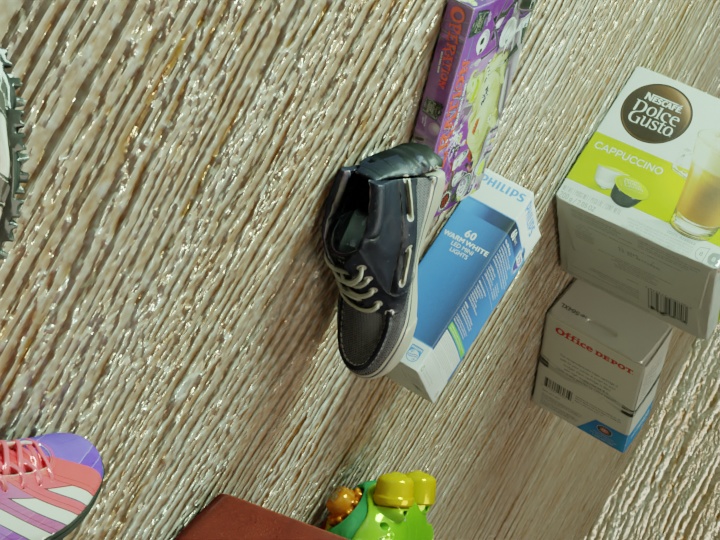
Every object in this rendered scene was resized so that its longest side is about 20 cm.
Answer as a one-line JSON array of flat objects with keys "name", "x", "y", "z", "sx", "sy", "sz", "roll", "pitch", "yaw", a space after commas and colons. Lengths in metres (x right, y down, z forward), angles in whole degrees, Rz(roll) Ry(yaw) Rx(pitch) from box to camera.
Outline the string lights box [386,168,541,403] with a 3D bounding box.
[{"name": "string lights box", "x": 0.092, "y": 0.016, "z": 1.257, "sx": 0.200, "sy": 0.059, "sz": 0.103, "roll": -56, "pitch": 158, "yaw": -13}]

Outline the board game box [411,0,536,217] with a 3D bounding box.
[{"name": "board game box", "x": 0.087, "y": -0.139, "z": 1.105, "sx": 0.120, "sy": 0.032, "sz": 0.201, "roll": -28, "pitch": 141, "yaw": -47}]

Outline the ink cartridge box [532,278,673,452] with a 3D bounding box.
[{"name": "ink cartridge box", "x": 0.315, "y": 0.125, "z": 1.758, "sx": 0.084, "sy": 0.146, "sz": 0.200, "roll": -45, "pitch": 154, "yaw": -32}]

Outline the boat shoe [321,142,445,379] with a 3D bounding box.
[{"name": "boat shoe", "x": 0.000, "y": 0.000, "z": 1.037, "sx": 0.093, "sy": 0.075, "sz": 0.201, "roll": -17, "pitch": 124, "yaw": -51}]

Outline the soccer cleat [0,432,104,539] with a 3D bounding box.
[{"name": "soccer cleat", "x": -0.208, "y": 0.119, "z": 0.720, "sx": 0.200, "sy": 0.068, "sz": 0.073, "roll": -23, "pitch": 132, "yaw": -54}]

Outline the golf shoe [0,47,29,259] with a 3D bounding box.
[{"name": "golf shoe", "x": -0.181, "y": -0.083, "z": 0.512, "sx": 0.094, "sy": 0.078, "sz": 0.201, "roll": -10, "pitch": 106, "yaw": -43}]

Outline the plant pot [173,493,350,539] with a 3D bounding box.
[{"name": "plant pot", "x": -0.078, "y": 0.296, "z": 1.069, "sx": 0.200, "sy": 0.199, "sz": 0.177, "roll": 74, "pitch": 36, "yaw": -60}]

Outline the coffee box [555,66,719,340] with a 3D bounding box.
[{"name": "coffee box", "x": 0.361, "y": -0.077, "z": 1.548, "sx": 0.198, "sy": 0.199, "sz": 0.200, "roll": -56, "pitch": 157, "yaw": -16}]

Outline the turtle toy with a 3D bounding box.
[{"name": "turtle toy", "x": 0.017, "y": 0.269, "z": 1.337, "sx": 0.200, "sy": 0.101, "sz": 0.146, "roll": 20, "pitch": 74, "yaw": -70}]
